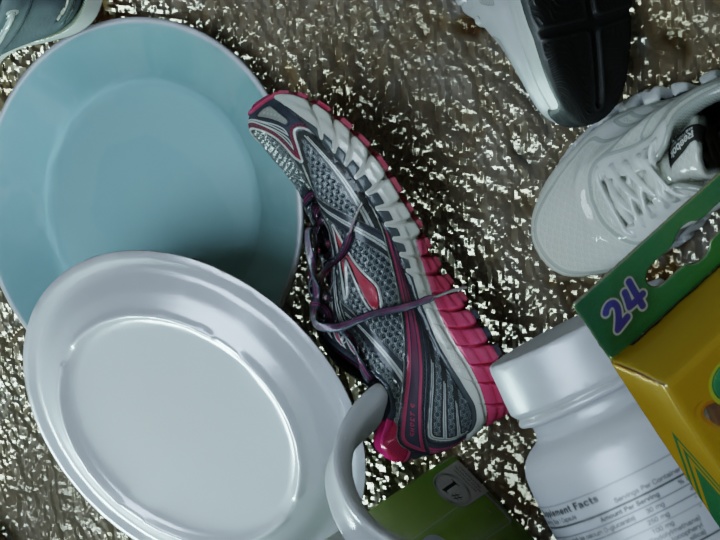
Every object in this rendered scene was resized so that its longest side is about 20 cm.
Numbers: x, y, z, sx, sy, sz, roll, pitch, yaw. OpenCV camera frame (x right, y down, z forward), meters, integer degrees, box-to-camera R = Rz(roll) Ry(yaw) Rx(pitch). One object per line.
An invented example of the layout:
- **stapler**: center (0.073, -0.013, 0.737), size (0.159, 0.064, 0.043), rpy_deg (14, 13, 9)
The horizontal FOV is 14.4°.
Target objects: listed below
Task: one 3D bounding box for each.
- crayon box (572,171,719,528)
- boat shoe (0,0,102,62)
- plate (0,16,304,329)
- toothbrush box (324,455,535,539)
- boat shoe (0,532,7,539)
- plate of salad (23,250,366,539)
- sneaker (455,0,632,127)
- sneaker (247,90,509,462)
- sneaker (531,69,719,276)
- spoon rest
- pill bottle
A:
- **crayon box**: center (0.197, 0.054, 1.258), size (0.200, 0.126, 0.052), rpy_deg (54, 167, -25)
- **boat shoe**: center (-0.221, -0.133, 1.533), size (0.200, 0.062, 0.073), rpy_deg (-20, 79, 43)
- **plate**: center (-0.113, -0.034, 1.518), size (0.200, 0.026, 0.201), rpy_deg (2, 95, 27)
- **toothbrush box**: center (0.026, 0.199, 1.417), size (0.146, 0.200, 0.086), rpy_deg (46, 125, 12)
- **boat shoe**: center (-0.259, 0.240, 1.692), size (0.075, 0.075, 0.203), rpy_deg (30, 120, 21)
- **plate of salad**: center (-0.083, 0.072, 1.477), size (0.200, 0.048, 0.200), rpy_deg (15, 126, 22)
- **sneaker**: center (0.054, -0.155, 1.368), size (0.115, 0.076, 0.201), rpy_deg (-20, 87, 45)
- **sneaker**: center (0.000, 0.000, 1.424), size (0.075, 0.081, 0.200), rpy_deg (-31, 87, -7)
- **sneaker**: center (0.148, -0.051, 1.328), size (0.200, 0.081, 0.075), rpy_deg (-33, 89, 38)
- **spoon rest**: center (0.051, 0.145, 1.353), size (0.200, 0.061, 0.099), rpy_deg (45, 150, 19)
- **pill bottle**: center (0.148, 0.113, 1.362), size (0.113, 0.113, 0.200), rpy_deg (-26, 91, 36)
